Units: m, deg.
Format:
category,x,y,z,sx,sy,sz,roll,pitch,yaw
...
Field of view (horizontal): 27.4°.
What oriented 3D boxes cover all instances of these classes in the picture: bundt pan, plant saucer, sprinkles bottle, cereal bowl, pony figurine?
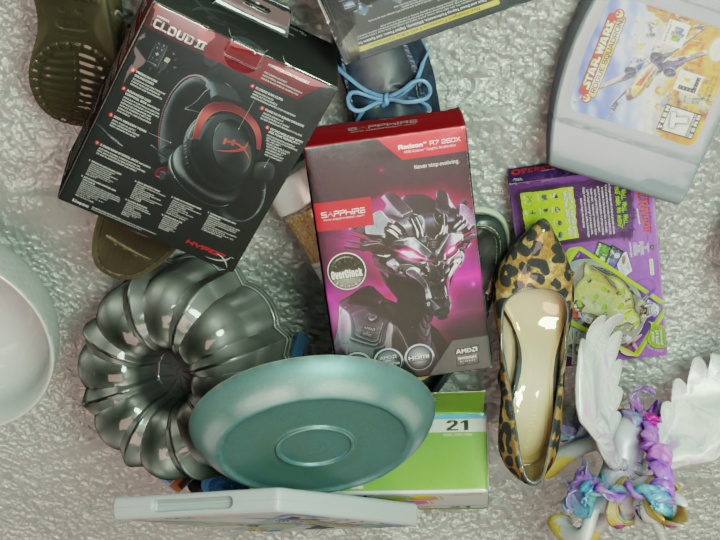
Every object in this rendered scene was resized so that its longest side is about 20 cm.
category,x,y,z,sx,sy,sz,roll,pitch,yaw
bundt pan,-0.158,0.090,1.259,0.200,0.076,0.204,4,100,22
plant saucer,-0.037,0.131,1.177,0.198,0.028,0.201,-4,144,-3
sprinkles bottle,0.000,0.000,1.211,0.068,0.068,0.201,-28,99,21
cereal bowl,-0.357,0.040,1.290,0.198,0.084,0.201,2,126,2
pony figurine,0.230,0.154,1.272,0.165,0.195,0.200,15,161,-17

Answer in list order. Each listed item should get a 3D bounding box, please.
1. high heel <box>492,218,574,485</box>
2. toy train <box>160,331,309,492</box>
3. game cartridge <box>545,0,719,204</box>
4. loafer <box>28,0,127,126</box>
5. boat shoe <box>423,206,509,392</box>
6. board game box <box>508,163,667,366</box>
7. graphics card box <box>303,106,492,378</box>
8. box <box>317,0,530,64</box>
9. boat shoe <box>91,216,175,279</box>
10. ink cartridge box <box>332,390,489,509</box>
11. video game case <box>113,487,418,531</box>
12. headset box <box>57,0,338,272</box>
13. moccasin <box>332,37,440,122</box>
category,x,y,z,sx,sy,sz,roll,pitch,yaw
high heel,0.147,0.071,1.209,0.071,0.143,0.201,1,127,-4
toy train,-0.113,0.130,1.340,0.114,0.087,0.200,37,120,-14
game cartridge,0.221,-0.157,1.128,0.132,0.042,0.201,14,116,-10
loafer,-0.213,-0.192,1.131,0.075,0.068,0.201,13,141,-2
boat shoe,0.074,0.038,1.272,0.074,0.066,0.200,23,123,-12
board game box,0.196,-0.005,1.258,0.119,0.032,0.201,-4,126,11
graphics card box,0.030,-0.016,1.135,0.124,0.051,0.202,-7,110,1
box,0.052,-0.243,0.985,0.199,0.049,0.162,-17,122,14
boat shoe,-0.161,-0.082,1.202,0.072,0.068,0.201,22,121,-17
ink cartridge box,0.039,0.160,1.291,0.146,0.076,0.200,-2,164,4
video game case,-0.079,0.208,1.267,0.181,0.022,0.199,-9,164,35
headset box,-0.116,-0.118,1.091,0.148,0.075,0.201,22,120,-17
moccasin,0.033,-0.123,1.158,0.080,0.068,0.201,-18,120,16
